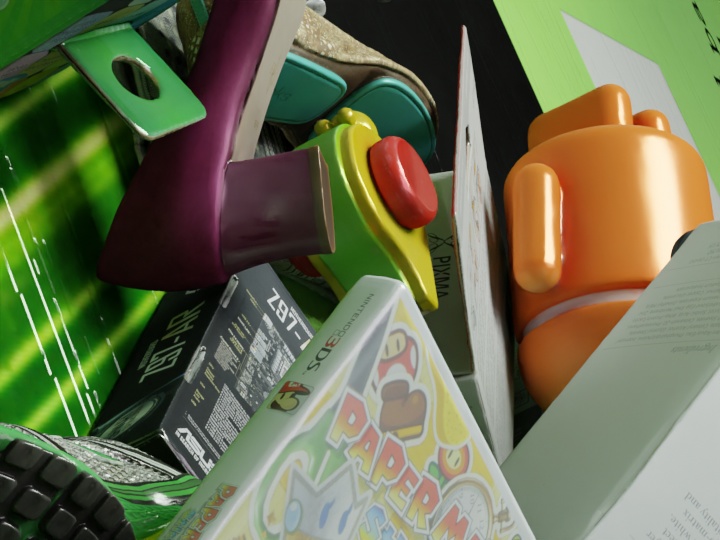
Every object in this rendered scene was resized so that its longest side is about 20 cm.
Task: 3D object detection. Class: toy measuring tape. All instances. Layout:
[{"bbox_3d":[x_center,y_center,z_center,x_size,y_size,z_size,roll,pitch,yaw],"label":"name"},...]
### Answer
[{"bbox_3d":[0.000,0.000,0.823,0.074,0.073,0.201,43,28,-41],"label":"toy measuring tape"}]

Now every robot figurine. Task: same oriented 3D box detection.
[{"bbox_3d":[0.138,0.003,1.047,0.144,0.116,0.201,81,7,-63],"label":"robot figurine"}]

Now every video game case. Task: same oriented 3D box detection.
[{"bbox_3d":[-0.003,0.135,0.618,0.182,0.023,0.201,-52,131,-30],"label":"video game case"}]

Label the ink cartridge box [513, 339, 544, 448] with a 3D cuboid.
[{"bbox_3d":[0.149,0.136,1.134,0.200,0.047,0.161,50,24,-26],"label":"ink cartridge box"}]

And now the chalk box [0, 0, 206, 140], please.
[{"bbox_3d":[-0.126,-0.134,0.712,0.201,0.123,0.125,62,20,-4],"label":"chalk box"}]

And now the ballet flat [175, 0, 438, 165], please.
[{"bbox_3d":[-0.022,-0.095,0.913,0.066,0.070,0.200,62,14,22],"label":"ballet flat"}]

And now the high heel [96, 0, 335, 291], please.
[{"bbox_3d":[-0.068,-0.092,0.782,0.067,0.095,0.201,71,11,-67],"label":"high heel"}]

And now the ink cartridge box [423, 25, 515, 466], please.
[{"bbox_3d":[0.045,0.000,0.975,0.200,0.044,0.177,-82,162,-58],"label":"ink cartridge box"}]

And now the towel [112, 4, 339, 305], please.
[{"bbox_3d":[-0.066,-0.081,0.928,0.200,0.034,0.194,28,43,-60],"label":"towel"}]

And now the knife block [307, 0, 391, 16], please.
[{"bbox_3d":[-0.014,-0.176,1.029,0.200,0.063,0.177,88,-1,-65],"label":"knife block"}]

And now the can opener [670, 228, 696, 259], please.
[{"bbox_3d":[0.171,0.078,0.941,0.063,0.078,0.202,8,87,-36],"label":"can opener"}]

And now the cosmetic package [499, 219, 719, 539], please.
[{"bbox_3d":[0.181,0.112,0.837,0.200,0.123,0.200,48,68,-13],"label":"cosmetic package"}]

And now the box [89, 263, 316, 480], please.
[{"bbox_3d":[-0.021,0.108,0.771,0.201,0.043,0.160,56,21,-18],"label":"box"}]

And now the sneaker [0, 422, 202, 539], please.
[{"bbox_3d":[-0.102,0.085,0.593,0.199,0.078,0.085,27,0,-45],"label":"sneaker"}]
